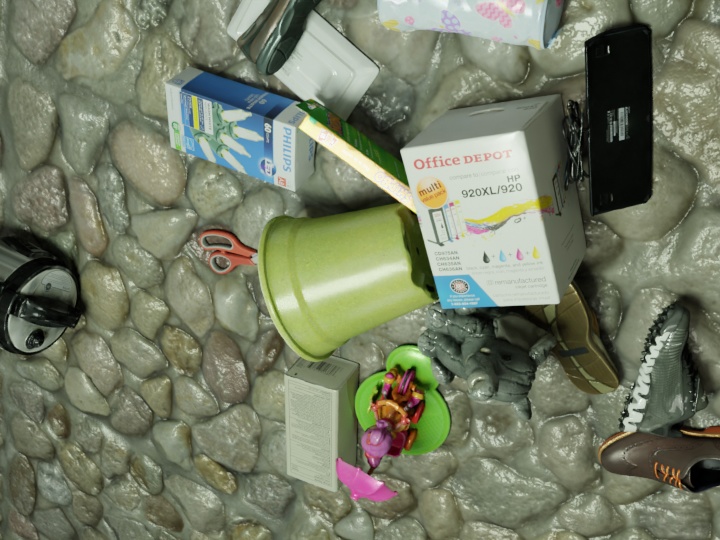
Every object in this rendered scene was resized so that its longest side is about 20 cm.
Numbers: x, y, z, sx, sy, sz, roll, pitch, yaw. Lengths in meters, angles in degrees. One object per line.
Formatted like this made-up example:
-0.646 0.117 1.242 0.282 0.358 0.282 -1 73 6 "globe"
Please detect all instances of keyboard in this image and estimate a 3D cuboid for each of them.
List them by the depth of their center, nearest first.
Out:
0.264 -0.161 0.910 0.104 0.040 0.200 -12 113 -9 "keyboard"

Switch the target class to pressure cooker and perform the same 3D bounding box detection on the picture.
-0.578 0.048 1.408 0.200 0.176 0.179 21 128 21 "pressure cooker"

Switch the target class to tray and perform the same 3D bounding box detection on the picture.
-0.080 -0.276 1.051 0.200 0.022 0.107 42 129 3 "tray"

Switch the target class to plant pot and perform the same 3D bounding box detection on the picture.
0.000 0.000 1.070 0.184 0.200 0.201 -16 108 23 "plant pot"

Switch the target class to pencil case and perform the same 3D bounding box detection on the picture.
0.117 -0.291 0.896 0.200 0.083 0.091 13 126 22 "pencil case"

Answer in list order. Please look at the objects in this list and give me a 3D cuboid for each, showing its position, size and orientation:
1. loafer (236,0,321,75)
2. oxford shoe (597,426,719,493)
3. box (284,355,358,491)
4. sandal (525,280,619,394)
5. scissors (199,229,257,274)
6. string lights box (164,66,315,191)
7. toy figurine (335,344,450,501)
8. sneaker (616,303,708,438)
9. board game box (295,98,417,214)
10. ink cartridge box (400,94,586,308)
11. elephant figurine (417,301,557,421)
-0.083 -0.328 0.980 0.063 0.072 0.200 40 115 9 "loafer"
0.392 0.238 1.043 0.200 0.073 0.071 -13 110 34 "oxford shoe"
-0.060 0.233 1.285 0.095 0.078 0.200 15 122 20 "box"
0.268 0.073 1.039 0.080 0.054 0.200 -12 124 39 "sandal"
-0.155 -0.023 1.237 0.200 0.014 0.073 5 116 28 "scissors"
-0.159 -0.190 1.111 0.200 0.059 0.103 21 134 18 "string lights box"
0.037 0.231 1.158 0.150 0.184 0.200 21 122 11 "toy figurine"
0.377 0.127 0.998 0.090 0.066 0.200 17 127 17 "sneaker"
0.006 -0.140 1.016 0.200 0.096 0.030 38 108 -3 "board game box"
0.157 -0.079 0.951 0.147 0.145 0.200 -4 114 31 "ink cartridge box"
0.164 0.114 0.986 0.200 0.155 0.142 39 152 58 "elephant figurine"
